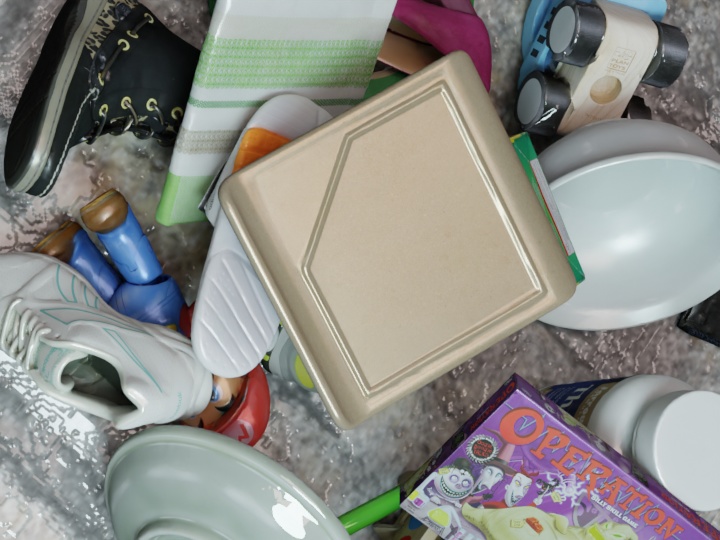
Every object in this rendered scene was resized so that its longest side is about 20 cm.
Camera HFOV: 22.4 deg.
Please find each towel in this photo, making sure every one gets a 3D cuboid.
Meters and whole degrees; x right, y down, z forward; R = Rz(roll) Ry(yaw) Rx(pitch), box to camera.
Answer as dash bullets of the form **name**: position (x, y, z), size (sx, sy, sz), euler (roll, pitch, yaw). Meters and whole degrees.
- **towel**: position (-0.058, -0.125, 1.234), size (0.149, 0.031, 0.201), euler (-4, 125, -40)

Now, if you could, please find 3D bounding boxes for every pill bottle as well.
- **pill bottle**: position (0.193, 0.133, 1.318), size (0.110, 0.200, 0.112), euler (3, 82, -23)

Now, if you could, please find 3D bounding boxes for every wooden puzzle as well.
- **wooden puzzle**: position (0.026, -0.021, 1.197), size (0.199, 0.037, 0.186), euler (-30, 103, -15)

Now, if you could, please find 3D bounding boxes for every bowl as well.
- **bowl**: position (0.193, -0.050, 1.367), size (0.200, 0.201, 0.091), euler (10, 48, -22)

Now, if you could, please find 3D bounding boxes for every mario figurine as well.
- **mario figurine**: position (-0.137, 0.045, 1.233), size (0.200, 0.123, 0.106), euler (50, 56, -6)

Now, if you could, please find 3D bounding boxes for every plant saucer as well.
- **plant saucer**: position (-0.092, 0.191, 1.187), size (0.200, 0.200, 0.050), euler (49, 46, -11)

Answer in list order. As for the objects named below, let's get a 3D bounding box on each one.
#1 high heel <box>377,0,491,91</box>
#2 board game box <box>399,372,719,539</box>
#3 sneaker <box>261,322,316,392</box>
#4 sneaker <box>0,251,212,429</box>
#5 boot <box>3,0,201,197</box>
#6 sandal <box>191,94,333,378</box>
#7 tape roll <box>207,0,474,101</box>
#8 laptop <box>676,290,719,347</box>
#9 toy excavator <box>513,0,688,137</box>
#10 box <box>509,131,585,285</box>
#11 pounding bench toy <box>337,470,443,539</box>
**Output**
- **high heel**: position (0.008, -0.162, 1.289), size (0.199, 0.067, 0.097), euler (-11, 78, -27)
- **board game box**: position (0.138, 0.169, 1.211), size (0.200, 0.032, 0.120), euler (37, 108, -14)
- **sneaker**: position (0.000, 0.000, 1.270), size (0.076, 0.201, 0.075), euler (28, 30, 5)
- **sneaker**: position (-0.195, 0.043, 1.181), size (0.080, 0.200, 0.071), euler (-21, 130, -61)
- **boot**: position (-0.150, -0.104, 1.237), size (0.153, 0.073, 0.204), euler (31, 44, -21)
- **sandal**: position (-0.077, -0.025, 1.205), size (0.079, 0.059, 0.207), euler (34, 63, -28)
- **tape roll**: position (-0.014, -0.211, 1.351), size (0.199, 0.048, 0.202), euler (3, 83, -23)
- **laptop**: position (0.361, -0.026, 1.513), size (0.177, 0.103, 0.201), euler (21, 102, -19)
- **toy excavator**: position (0.176, -0.217, 1.412), size (0.099, 0.200, 0.195), euler (10, 124, -23)
- **box**: position (0.048, -0.009, 1.303), size (0.048, 0.199, 0.118), euler (-27, 96, -65)
- **pounding bench toy**: position (0.040, 0.204, 1.285), size (0.200, 0.124, 0.156), euler (41, 70, -14)
